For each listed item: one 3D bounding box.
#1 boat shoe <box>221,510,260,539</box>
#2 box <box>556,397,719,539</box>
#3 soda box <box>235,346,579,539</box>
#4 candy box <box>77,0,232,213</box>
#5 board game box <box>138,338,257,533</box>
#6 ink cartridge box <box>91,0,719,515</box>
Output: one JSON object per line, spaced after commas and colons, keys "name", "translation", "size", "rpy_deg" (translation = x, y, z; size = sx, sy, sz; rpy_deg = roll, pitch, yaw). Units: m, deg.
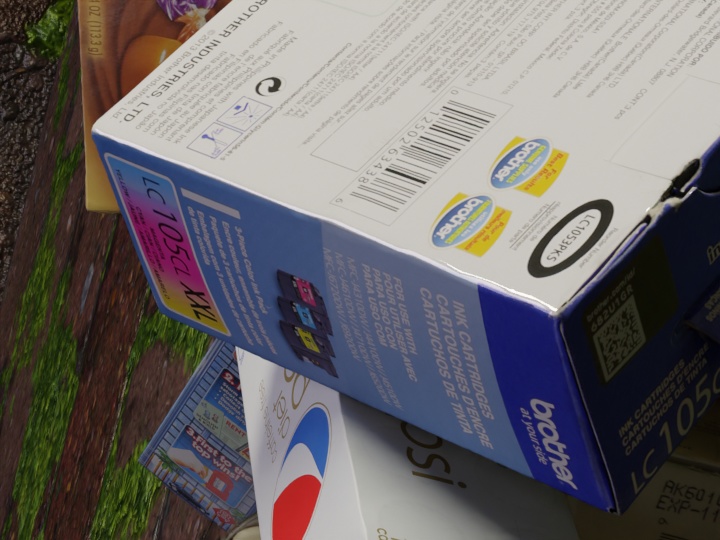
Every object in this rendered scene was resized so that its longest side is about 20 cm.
{"name": "boat shoe", "translation": [0.007, 0.105, 0.926], "size": [0.074, 0.075, 0.200], "rpy_deg": [55, 141, 14]}
{"name": "box", "translation": [0.066, 0.064, 0.718], "size": [0.200, 0.077, 0.095], "rpy_deg": [-117, 44, -68]}
{"name": "soda box", "translation": [0.010, 0.053, 0.650], "size": [0.200, 0.068, 0.064], "rpy_deg": [-103, 32, -58]}
{"name": "candy box", "translation": [-0.001, -0.079, 0.807], "size": [0.056, 0.199, 0.117], "rpy_deg": [-62, -27, -69]}
{"name": "board game box", "translation": [0.000, 0.000, 0.944], "size": [0.200, 0.062, 0.200], "rpy_deg": [-52, -1, -22]}
{"name": "ink cartridge box", "translation": [0.046, -0.025, 0.592], "size": [0.199, 0.077, 0.136], "rpy_deg": [21, 55, 40]}
